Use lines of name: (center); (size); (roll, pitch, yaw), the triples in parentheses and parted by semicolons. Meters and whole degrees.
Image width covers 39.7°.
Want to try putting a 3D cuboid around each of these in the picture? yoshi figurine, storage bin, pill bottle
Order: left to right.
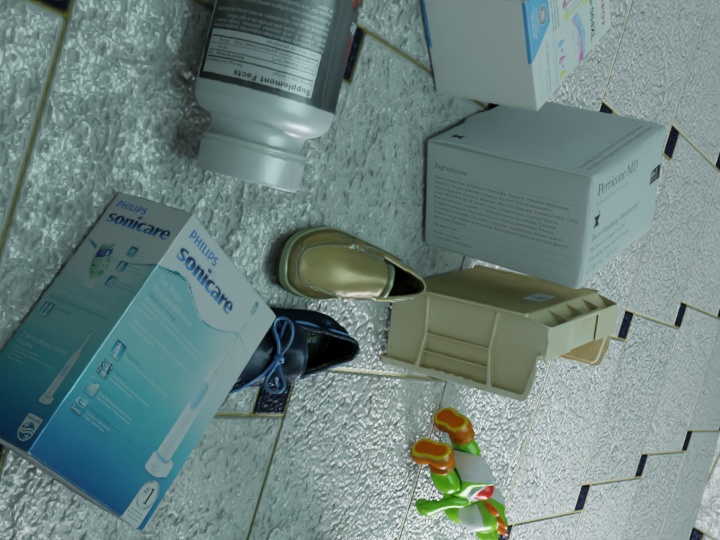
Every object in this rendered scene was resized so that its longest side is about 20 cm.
pill bottle: (-0.065, -0.167, 0.770); (0.111, 0.110, 0.201); (7, 99, -57)
yoshi figurine: (0.125, 0.275, 1.301); (0.112, 0.112, 0.200); (-95, 161, -58)
storage bin: (0.161, 0.065, 1.135); (0.200, 0.198, 0.094); (-10, 109, -54)

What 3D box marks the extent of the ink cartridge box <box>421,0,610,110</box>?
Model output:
ink cartridge box: (0.174, -0.284, 1.055); (0.200, 0.125, 0.129); (-48, 140, -32)

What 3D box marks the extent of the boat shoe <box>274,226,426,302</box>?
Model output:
boat shoe: (0.000, 0.000, 0.974); (0.200, 0.076, 0.072); (3, 103, -56)

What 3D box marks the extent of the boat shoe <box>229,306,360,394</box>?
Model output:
boat shoe: (-0.072, 0.065, 0.905); (0.200, 0.069, 0.084); (-15, 117, -52)

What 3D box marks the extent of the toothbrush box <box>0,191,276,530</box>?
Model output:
toothbrush box: (-0.171, 0.067, 0.744); (0.200, 0.085, 0.147); (-59, 144, -19)

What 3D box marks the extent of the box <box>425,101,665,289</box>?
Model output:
box: (0.207, -0.096, 1.122); (0.199, 0.200, 0.131); (-31, 130, -45)
